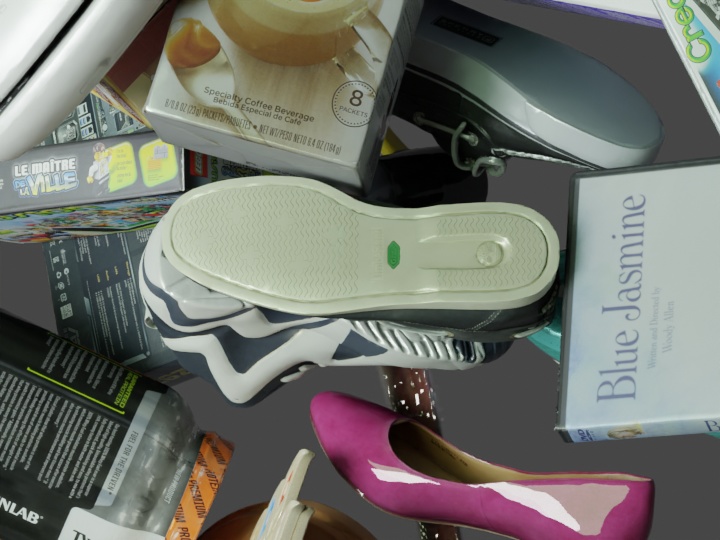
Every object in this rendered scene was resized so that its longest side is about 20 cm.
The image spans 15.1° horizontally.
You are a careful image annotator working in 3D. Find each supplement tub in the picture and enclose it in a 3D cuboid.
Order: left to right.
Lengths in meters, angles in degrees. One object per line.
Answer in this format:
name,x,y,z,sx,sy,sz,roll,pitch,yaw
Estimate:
supplement tub,-0.178,0.098,1.496,0.199,0.123,0.123,25,104,-2

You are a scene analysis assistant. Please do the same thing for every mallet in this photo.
mallet,-0.012,-0.092,1.475,0.200,0.066,0.041,47,136,32

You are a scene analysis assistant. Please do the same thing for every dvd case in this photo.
dvd case,0.191,0.007,1.274,0.198,0.018,0.144,-6,60,20

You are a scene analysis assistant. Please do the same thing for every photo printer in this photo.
photo printer,-0.148,-0.151,1.362,0.167,0.069,0.200,-48,20,19

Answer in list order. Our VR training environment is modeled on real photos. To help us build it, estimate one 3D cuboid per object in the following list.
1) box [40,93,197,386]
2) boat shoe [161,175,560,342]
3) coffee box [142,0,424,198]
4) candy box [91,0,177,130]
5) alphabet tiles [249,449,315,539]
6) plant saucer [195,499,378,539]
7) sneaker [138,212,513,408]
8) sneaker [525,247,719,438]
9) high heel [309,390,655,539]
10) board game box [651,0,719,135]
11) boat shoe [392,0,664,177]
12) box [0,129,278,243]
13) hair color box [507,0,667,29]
box,-0.113,-0.040,1.558,0.157,0.051,0.202,-23,73,33
boat shoe,0.000,0.000,1.339,0.198,0.068,0.072,6,68,8
coffee box,-0.024,-0.152,1.352,0.113,0.080,0.202,15,82,7
candy box,-0.122,-0.153,1.498,0.116,0.055,0.200,-48,29,-6
alphabet tiles,-0.065,0.197,1.389,0.200,0.015,0.197,118,172,-58
plant saucer,-0.048,0.228,1.498,0.199,0.037,0.202,-4,83,38
sneaker,-0.025,0.025,1.432,0.130,0.197,0.080,127,144,-66
sneaker,0.152,0.036,1.330,0.199,0.079,0.078,23,101,37
high heel,0.064,0.096,1.400,0.199,0.067,0.097,33,117,19
board game box,0.190,-0.164,1.284,0.126,0.035,0.201,-27,85,7
boat shoe,0.063,-0.086,1.408,0.198,0.074,0.068,24,124,17
box,-0.144,-0.045,1.481,0.199,0.110,0.035,-6,82,33
hair color box,0.109,-0.189,1.391,0.199,0.065,0.110,15,94,36
